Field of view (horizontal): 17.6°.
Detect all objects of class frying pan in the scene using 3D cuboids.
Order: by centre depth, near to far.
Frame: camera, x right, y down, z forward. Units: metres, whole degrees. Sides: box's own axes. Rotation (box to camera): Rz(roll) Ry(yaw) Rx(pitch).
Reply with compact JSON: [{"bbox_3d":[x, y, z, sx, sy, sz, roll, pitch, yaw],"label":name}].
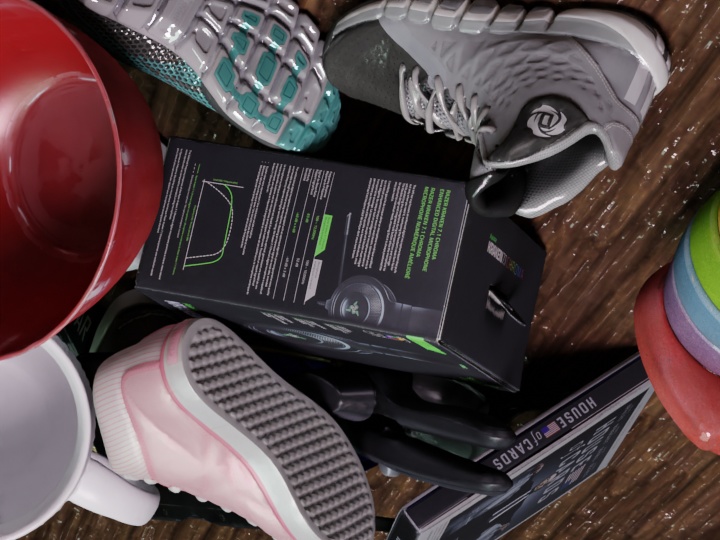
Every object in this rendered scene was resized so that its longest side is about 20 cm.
[{"bbox_3d":[0.080,0.106,1.587,0.189,0.031,0.115,10,148,26],"label":"frying pan"}]

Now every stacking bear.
[{"bbox_3d":[0.234,-0.012,1.222,0.114,0.121,0.200,54,142,17],"label":"stacking bear"}]

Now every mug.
[{"bbox_3d":[-0.219,0.108,1.483,0.199,0.148,0.175,27,176,-4],"label":"mug"}]

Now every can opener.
[{"bbox_3d":[0.031,0.099,1.393,0.078,0.064,0.200,-10,-163,-31],"label":"can opener"}]

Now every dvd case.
[{"bbox_3d":[0.095,0.135,1.474,0.025,0.200,0.150,52,156,17],"label":"dvd case"}]

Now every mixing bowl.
[{"bbox_3d":[-0.183,-0.056,1.278,0.199,0.201,0.108,4,-174,28],"label":"mixing bowl"}]

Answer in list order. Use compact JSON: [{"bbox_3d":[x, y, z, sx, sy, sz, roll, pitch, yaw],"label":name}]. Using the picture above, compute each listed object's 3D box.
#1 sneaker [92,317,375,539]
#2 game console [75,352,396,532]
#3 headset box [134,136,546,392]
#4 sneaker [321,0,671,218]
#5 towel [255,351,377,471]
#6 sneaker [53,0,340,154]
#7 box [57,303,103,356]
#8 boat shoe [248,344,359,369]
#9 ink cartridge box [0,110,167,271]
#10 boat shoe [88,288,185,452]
[{"bbox_3d":[-0.079,0.109,1.384,0.104,0.076,0.200,-17,128,35],"label":"sneaker"},{"bbox_3d":[-0.075,0.114,1.529,0.200,0.116,0.177,-4,111,52],"label":"game console"},{"bbox_3d":[0.000,0.000,1.347,0.199,0.093,0.174,9,171,19],"label":"headset box"},{"bbox_3d":[0.054,-0.082,1.213,0.199,0.116,0.075,2,145,29],"label":"sneaker"},{"bbox_3d":[-0.063,0.105,1.624,0.148,0.050,0.200,41,147,-7],"label":"towel"},{"bbox_3d":[-0.098,-0.134,1.292,0.200,0.078,0.091,38,163,-19],"label":"sneaker"},{"bbox_3d":[-0.288,0.008,1.648,0.199,0.044,0.160,10,148,19],"label":"box"},{"bbox_3d":[-0.001,0.037,1.485,0.199,0.068,0.072,9,146,20],"label":"boat shoe"},{"bbox_3d":[-0.230,-0.080,1.430,0.145,0.084,0.200,-11,137,45],"label":"ink cartridge box"},{"bbox_3d":[-0.170,0.098,1.639,0.072,0.060,0.202,5,136,-22],"label":"boat shoe"}]
